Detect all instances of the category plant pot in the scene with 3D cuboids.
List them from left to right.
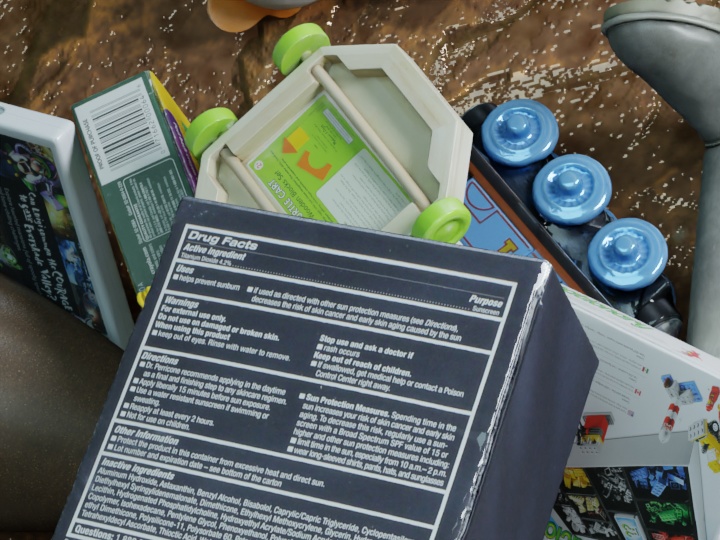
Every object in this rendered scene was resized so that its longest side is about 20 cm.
[{"bbox_3d":[-0.224,0.083,1.484,0.200,0.187,0.187,15,75,13],"label":"plant pot"}]

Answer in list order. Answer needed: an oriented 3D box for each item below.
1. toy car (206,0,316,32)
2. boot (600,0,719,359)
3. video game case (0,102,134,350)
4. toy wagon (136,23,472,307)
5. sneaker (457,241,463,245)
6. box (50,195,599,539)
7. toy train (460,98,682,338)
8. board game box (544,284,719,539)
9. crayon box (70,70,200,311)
[{"bbox_3d":[-0.022,-0.227,1.548,0.200,0.177,0.184,-51,41,30],"label":"toy car"},{"bbox_3d":[0.199,-0.036,1.360,0.073,0.182,0.200,-19,54,63],"label":"boot"},{"bbox_3d":[-0.232,-0.032,1.514,0.182,0.200,0.023,17,49,28],"label":"video game case"},{"bbox_3d":[-0.036,-0.034,1.317,0.200,0.040,0.155,-42,60,9],"label":"toy wagon"},{"bbox_3d":[0.000,0.000,1.400,0.079,0.199,0.130,-21,74,-16],"label":"sneaker"},{"bbox_3d":[-0.013,0.090,1.165,0.200,0.123,0.199,11,69,23],"label":"box"},{"bbox_3d":[0.099,-0.013,1.415,0.114,0.087,0.200,-35,60,-8],"label":"toy train"},{"bbox_3d":[0.131,0.090,1.272,0.200,0.035,0.126,28,105,45],"label":"board game box"},{"bbox_3d":[-0.091,0.008,1.444,0.058,0.173,0.200,-24,61,4],"label":"crayon box"}]
